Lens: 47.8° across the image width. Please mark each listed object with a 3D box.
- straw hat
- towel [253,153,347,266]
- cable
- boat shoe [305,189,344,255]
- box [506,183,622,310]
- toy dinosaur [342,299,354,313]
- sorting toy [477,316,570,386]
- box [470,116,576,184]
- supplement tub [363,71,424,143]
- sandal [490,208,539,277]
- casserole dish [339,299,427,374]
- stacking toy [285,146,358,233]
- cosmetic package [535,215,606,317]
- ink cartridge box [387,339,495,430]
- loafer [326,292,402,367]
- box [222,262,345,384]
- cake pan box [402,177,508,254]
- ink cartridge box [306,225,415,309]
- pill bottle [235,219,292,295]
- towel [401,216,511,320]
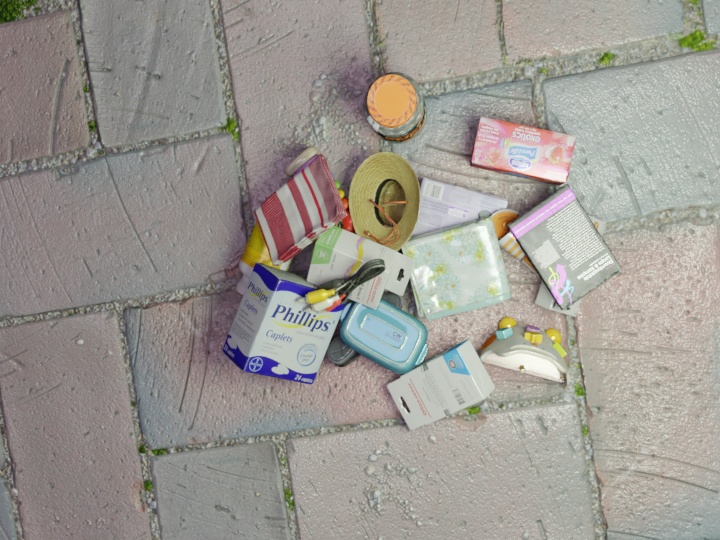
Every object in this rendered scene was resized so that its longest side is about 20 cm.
[{"bbox_3d":[0.070,-0.137,1.664,0.198,0.084,0.206,2,93,41],"label":"straw hat"},{"bbox_3d":[-0.124,-0.117,1.612,0.199,0.023,0.146,-35,63,25],"label":"towel"},{"bbox_3d":[-0.022,0.039,1.584,0.197,0.097,0.051,-21,60,29],"label":"cable"},{"bbox_3d":[-0.068,-0.090,1.686,0.072,0.075,0.203,1,130,12],"label":"boat shoe"},{"bbox_3d":[0.399,-0.045,1.591,0.142,0.036,0.202,-33,88,7],"label":"box"},{"bbox_3d":[-0.012,0.032,1.723,0.199,0.047,0.088,-41,76,1],"label":"toy dinosaur"},{"bbox_3d":[0.339,0.167,1.621,0.196,0.180,0.109,14,95,6],"label":"sorting toy"},{"bbox_3d":[0.326,-0.240,1.645,0.196,0.100,0.098,13,94,6],"label":"box"},{"bbox_3d":[0.070,-0.325,1.625,0.120,0.200,0.126,0,93,8],"label":"supplement tub"},{"bbox_3d":[0.347,-0.050,1.647,0.205,0.059,0.080,37,90,-13],"label":"sandal"},{"bbox_3d":[0.048,0.128,1.670,0.197,0.039,0.123,28,84,6],"label":"casserole dish"},{"bbox_3d":[-0.069,-0.160,1.719,0.085,0.085,0.201,-39,94,7],"label":"stacking toy"},{"bbox_3d":[0.428,-0.015,1.648,0.081,0.050,0.204,13,96,-34],"label":"cosmetic package"},{"bbox_3d":[0.164,0.239,1.683,0.198,0.066,0.117,-31,88,34],"label":"ink cartridge box"},{"bbox_3d":[0.012,0.128,1.730,0.199,0.063,0.072,-42,60,-5],"label":"loafer"},{"bbox_3d":[-0.156,0.112,1.675,0.104,0.182,0.204,29,99,50],"label":"box"},{"bbox_3d":[0.193,-0.081,1.696,0.196,0.052,0.188,14,92,6],"label":"cake pan box"},{"bbox_3d":[0.000,0.000,1.632,0.196,0.068,0.118,21,135,4],"label":"ink cartridge box"},{"bbox_3d":[-0.193,-0.038,1.721,0.103,0.104,0.203,24,95,6],"label":"pill bottle"},{"bbox_3d":[0.192,-0.001,1.648,0.196,0.048,0.175,-14,103,14],"label":"towel"}]
